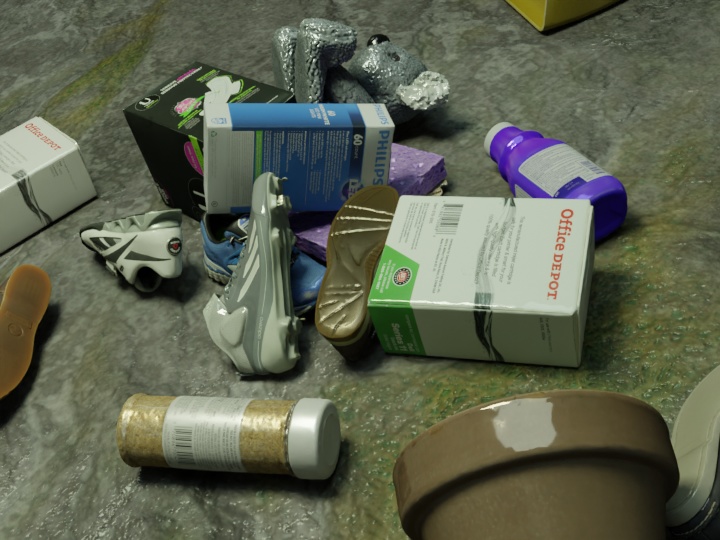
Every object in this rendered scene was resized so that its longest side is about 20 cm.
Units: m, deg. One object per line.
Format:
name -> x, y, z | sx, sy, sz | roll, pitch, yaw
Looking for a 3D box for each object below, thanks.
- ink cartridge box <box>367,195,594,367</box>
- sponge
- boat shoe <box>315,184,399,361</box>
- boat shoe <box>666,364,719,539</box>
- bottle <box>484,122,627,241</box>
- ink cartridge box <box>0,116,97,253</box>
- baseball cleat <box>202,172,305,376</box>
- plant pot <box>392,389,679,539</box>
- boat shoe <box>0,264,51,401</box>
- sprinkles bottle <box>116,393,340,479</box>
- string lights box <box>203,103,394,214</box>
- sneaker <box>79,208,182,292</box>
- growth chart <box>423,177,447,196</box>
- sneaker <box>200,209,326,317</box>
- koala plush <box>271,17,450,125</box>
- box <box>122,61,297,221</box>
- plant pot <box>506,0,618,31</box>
ink cartridge box -> 0.123, 0.007, 0.903 | 0.196, 0.084, 0.148 | 3, 50, 21
sponge -> 0.001, -0.082, 1.078 | 0.110, 0.030, 0.200 | 19, 49, 36
boat shoe -> 0.000, 0.000, 0.958 | 0.072, 0.065, 0.202 | 6, 53, 19
boat shoe -> 0.290, 0.141, 0.736 | 0.063, 0.073, 0.200 | 43, 49, -1
bottle -> 0.208, -0.104, 1.035 | 0.082, 0.066, 0.200 | -25, 39, -14
ink cartridge box -> -0.475, -0.108, 1.245 | 0.199, 0.085, 0.145 | -35, 43, -24
baseball cleat -> -0.113, 0.004, 0.939 | 0.104, 0.070, 0.204 | -9, 76, 15
plant pot -> 0.126, 0.201, 0.616 | 0.196, 0.201, 0.177 | -10, 55, 6
boat shoe -> -0.393, 0.082, 1.013 | 0.070, 0.070, 0.202 | -40, 23, 31
sprinkles bottle -> -0.119, 0.147, 0.835 | 0.196, 0.069, 0.069 | 0, 40, 18
string lights box -> -0.068, -0.120, 0.997 | 0.196, 0.104, 0.059 | -2, 35, -13
sneaker -> -0.269, -0.018, 1.084 | 0.073, 0.090, 0.198 | -11, 5, -37
growth chart -> 0.043, -0.049, 1.061 | 0.142, 0.018, 0.202 | -13, 39, 2
sneaker -> -0.110, -0.015, 1.011 | 0.198, 0.090, 0.078 | 22, 51, 34
koala plush -> 0.004, -0.229, 1.197 | 0.196, 0.188, 0.177 | -10, 13, -20
box -> -0.167, -0.145, 1.138 | 0.198, 0.150, 0.124 | 26, 55, 39
plant pot -> 0.318, -0.495, 1.382 | 0.173, 0.203, 0.201 | -9, 37, -12
